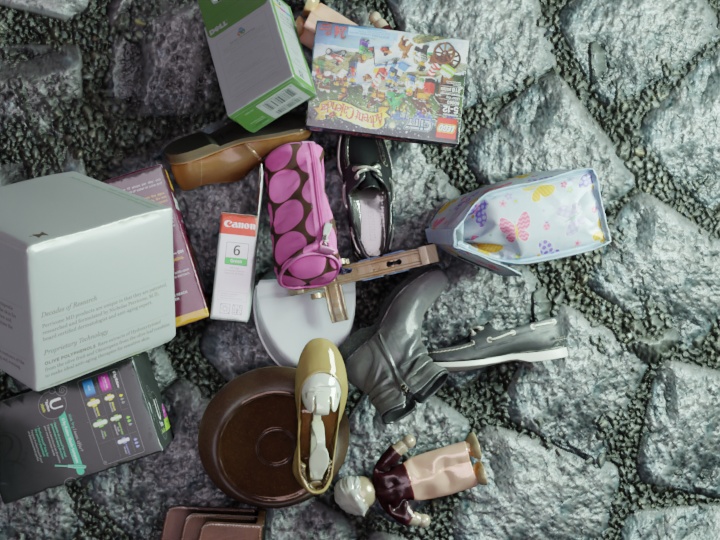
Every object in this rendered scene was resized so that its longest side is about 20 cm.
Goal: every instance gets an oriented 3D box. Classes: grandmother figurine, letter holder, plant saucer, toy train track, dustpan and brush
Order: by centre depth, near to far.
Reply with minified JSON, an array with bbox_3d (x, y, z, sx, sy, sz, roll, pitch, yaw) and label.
[{"bbox_3d":[0.000,0.000,1.341,0.199,0.033,0.115,-13,87,10],"label":"toy train track"},{"bbox_3d":[-0.198,0.412,1.354,0.142,0.101,0.201,4,89,-3],"label":"letter holder"},{"bbox_3d":[-0.111,0.224,1.372,0.200,0.034,0.201,-2,104,-8],"label":"plant saucer"},{"bbox_3d":[0.064,0.281,1.396,0.199,0.061,0.122,-13,80,-2],"label":"grandmother figurine"},{"bbox_3d":[-0.071,0.113,1.400,0.139,0.057,0.201,-2,83,-15],"label":"dustpan and brush"},{"bbox_3d":[0.005,-0.286,1.406,0.200,0.061,0.122,28,95,-2],"label":"grandmother figurine"}]

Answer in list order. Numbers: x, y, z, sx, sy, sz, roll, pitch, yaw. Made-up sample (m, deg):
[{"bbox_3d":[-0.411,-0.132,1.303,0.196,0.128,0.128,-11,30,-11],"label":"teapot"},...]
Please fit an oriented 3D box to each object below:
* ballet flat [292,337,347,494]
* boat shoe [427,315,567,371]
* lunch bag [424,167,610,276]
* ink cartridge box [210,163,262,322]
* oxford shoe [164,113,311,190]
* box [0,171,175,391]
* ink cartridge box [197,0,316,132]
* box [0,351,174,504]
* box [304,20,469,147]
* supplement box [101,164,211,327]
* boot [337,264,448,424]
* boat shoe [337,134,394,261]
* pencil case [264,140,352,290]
[{"bbox_3d":[-0.048,0.186,1.322,0.068,0.063,0.201,0,104,-9],"label":"ballet flat"},{"bbox_3d":[0.177,0.098,1.407,0.199,0.074,0.061,-7,84,-2],"label":"boat shoe"},{"bbox_3d":[0.195,-0.056,1.363,0.199,0.170,0.128,-11,93,-8],"label":"lunch bag"},{"bbox_3d":[-0.158,-0.035,1.360,0.050,0.109,0.201,5,88,-4],"label":"ink cartridge box"},{"bbox_3d":[-0.154,-0.157,1.395,0.199,0.071,0.071,-17,121,-8],"label":"oxford shoe"},{"bbox_3d":[-0.349,0.002,1.211,0.200,0.199,0.172,-22,123,-45],"label":"box"},{"bbox_3d":[-0.136,-0.291,1.358,0.104,0.059,0.200,-28,64,21],"label":"ink cartridge box"},{"bbox_3d":[-0.350,0.192,1.318,0.199,0.149,0.125,-19,90,-6],"label":"box"},{"bbox_3d":[0.034,-0.239,1.362,0.199,0.038,0.137,6,87,-5],"label":"box"},{"bbox_3d":[-0.259,-0.024,1.350,0.085,0.110,0.201,-18,91,-6],"label":"supplement box"},{"bbox_3d":[0.072,0.098,1.367,0.200,0.070,0.132,-47,57,-3],"label":"boot"},{"bbox_3d":[0.009,-0.106,1.393,0.074,0.060,0.201,-1,89,-5],"label":"boat shoe"},{"bbox_3d":[-0.071,-0.075,1.333,0.091,0.094,0.200,2,54,-21],"label":"pencil case"}]
